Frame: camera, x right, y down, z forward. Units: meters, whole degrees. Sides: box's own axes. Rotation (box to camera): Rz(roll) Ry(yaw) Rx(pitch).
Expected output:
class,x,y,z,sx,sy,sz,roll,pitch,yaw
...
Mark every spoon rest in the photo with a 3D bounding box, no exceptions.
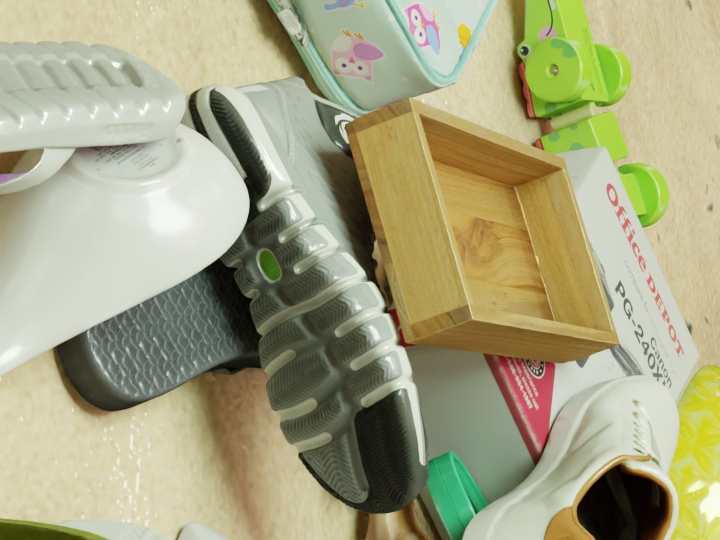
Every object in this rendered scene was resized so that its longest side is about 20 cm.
class,x,y,z,sx,sy,sz,roll,pitch,yaw
spoon rest,-0.124,-0.007,0.890,0.200,0.099,0.061,-36,145,-46

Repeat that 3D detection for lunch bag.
class,x,y,z,sx,sy,sz,roll,pitch,yaw
lunch bag,0.012,-0.179,1.161,0.161,0.077,0.200,61,35,-27

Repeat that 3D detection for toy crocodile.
class,x,y,z,sx,sy,sz,roll,pitch,yaw
toy crocodile,0.130,-0.078,1.336,0.067,0.062,0.201,-11,84,-58

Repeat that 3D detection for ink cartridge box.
class,x,y,z,sx,sy,sz,roll,pitch,yaw
ink cartridge box,0.094,0.045,1.203,0.145,0.083,0.200,63,35,-21

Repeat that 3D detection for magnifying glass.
class,x,y,z,sx,sy,sz,roll,pitch,yaw
magnifying glass,0.080,0.171,1.126,0.200,0.022,0.080,58,7,-30

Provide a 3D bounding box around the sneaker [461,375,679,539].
class,x,y,z,sx,sy,sz,roll,pitch,yaw
sneaker,0.127,0.107,1.082,0.200,0.085,0.073,-42,113,-53

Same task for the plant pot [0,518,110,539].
class,x,y,z,sx,sy,sz,roll,pitch,yaw
plant pot,-0.168,0.183,0.665,0.200,0.200,0.193,-6,96,-58

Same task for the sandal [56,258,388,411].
class,x,y,z,sx,sy,sz,roll,pitch,yaw
sandal,-0.064,0.017,1.014,0.200,0.043,0.076,-8,79,-49

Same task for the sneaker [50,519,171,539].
class,x,y,z,sx,sy,sz,roll,pitch,yaw
sneaker,-0.128,0.172,0.843,0.200,0.077,0.082,-54,151,-50

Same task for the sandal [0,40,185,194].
class,x,y,z,sx,sy,sz,roll,pitch,yaw
sandal,-0.150,-0.052,0.854,0.202,0.082,0.050,-3,121,-41

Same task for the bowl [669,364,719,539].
class,x,y,z,sx,sy,sz,roll,pitch,yaw
bowl,0.227,0.161,1.281,0.200,0.107,0.201,11,90,-70

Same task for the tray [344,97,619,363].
class,x,y,z,sx,sy,sz,roll,pitch,yaw
tray,0.059,-0.012,1.036,0.200,0.037,0.099,13,59,-66

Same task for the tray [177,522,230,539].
class,x,y,z,sx,sy,sz,roll,pitch,yaw
tray,-0.054,0.200,0.927,0.107,0.022,0.200,30,47,-11

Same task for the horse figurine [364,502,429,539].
class,x,y,z,sx,sy,sz,roll,pitch,yaw
horse figurine,0.038,0.182,1.089,0.200,0.050,0.133,54,25,-24

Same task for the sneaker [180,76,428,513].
class,x,y,z,sx,sy,sz,roll,pitch,yaw
sneaker,0.000,0.000,1.003,0.115,0.075,0.200,-25,91,-52
